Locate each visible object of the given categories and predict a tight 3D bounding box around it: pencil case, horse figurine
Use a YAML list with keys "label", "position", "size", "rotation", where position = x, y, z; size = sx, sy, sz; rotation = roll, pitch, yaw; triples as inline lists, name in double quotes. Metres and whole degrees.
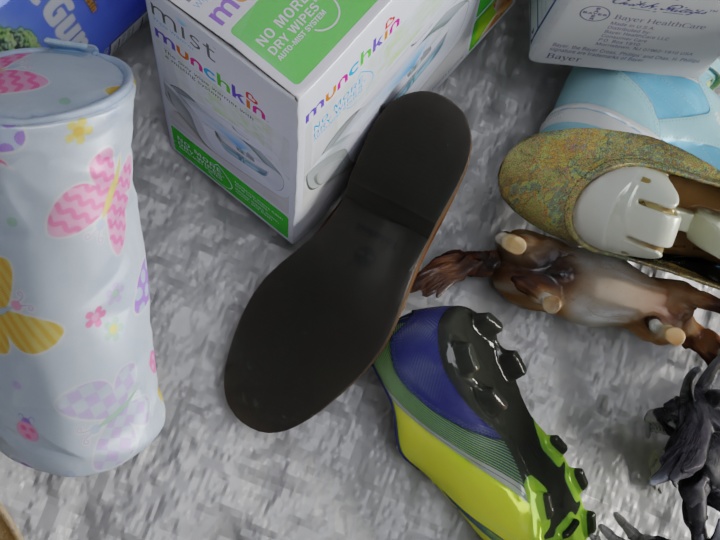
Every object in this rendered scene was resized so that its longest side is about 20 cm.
- label: "pencil case"
  position: [-0.137, -0.002, 0.659]
  size: [0.091, 0.083, 0.200]
  rotation: [-44, 142, -48]
- label: "horse figurine"
  position: [0.127, 0.013, 0.780]
  size: [0.200, 0.133, 0.050]
  rotation: [15, 92, -1]

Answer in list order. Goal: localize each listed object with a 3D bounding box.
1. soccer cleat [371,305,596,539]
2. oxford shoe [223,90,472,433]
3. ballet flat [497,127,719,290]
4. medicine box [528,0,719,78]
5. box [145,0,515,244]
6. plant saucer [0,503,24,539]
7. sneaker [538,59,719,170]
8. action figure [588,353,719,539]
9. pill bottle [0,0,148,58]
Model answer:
- label: "soccer cleat"
  position: [0.066, 0.107, 0.773]
  size: [0.065, 0.084, 0.200]
  rotation: [-48, 119, -49]
- label: "oxford shoe"
  position: [0.000, 0.000, 0.750]
  size: [0.071, 0.071, 0.200]
  rotation: [36, 98, 6]
- label: "ballet flat"
  position: [0.171, -0.024, 0.744]
  size: [0.200, 0.071, 0.071]
  rotation: [16, 79, -10]
- label: "medicine box"
  position: [0.157, -0.222, 0.708]
  size: [0.103, 0.200, 0.182]
  rotation: [5, 71, -10]
- label: "box"
  position: [-0.005, -0.141, 0.707]
  size: [0.097, 0.177, 0.200]
  rotation: [38, 72, 10]
- label: "plant saucer"
  position: [-0.252, 0.174, 0.671]
  size: [0.200, 0.035, 0.201]
  rotation: [2, 83, -17]
- label: "sneaker"
  position: [0.203, -0.082, 0.829]
  size: [0.200, 0.080, 0.131]
  rotation: [29, 65, -24]
- label: "action figure"
  position: [0.181, 0.135, 0.769]
  size: [0.119, 0.102, 0.200]
  rotation: [-26, 109, -42]
- label: "pill bottle"
  position: [-0.156, -0.153, 0.702]
  size: [0.112, 0.112, 0.200]
  rotation: [45, 73, -8]
